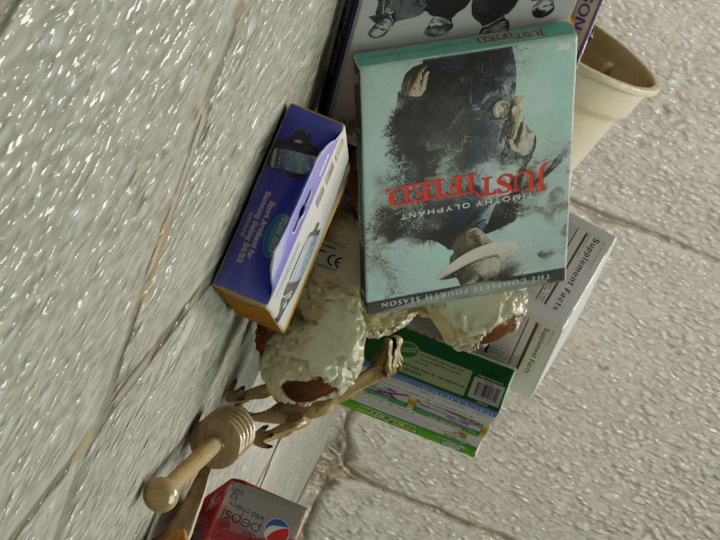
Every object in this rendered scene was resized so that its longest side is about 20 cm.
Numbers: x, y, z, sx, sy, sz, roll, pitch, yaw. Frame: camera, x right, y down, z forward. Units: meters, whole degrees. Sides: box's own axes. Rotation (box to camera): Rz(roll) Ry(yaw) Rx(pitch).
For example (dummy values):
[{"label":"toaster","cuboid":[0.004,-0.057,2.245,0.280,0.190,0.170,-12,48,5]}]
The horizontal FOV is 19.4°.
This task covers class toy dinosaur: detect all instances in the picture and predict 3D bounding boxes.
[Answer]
[{"label":"toy dinosaur","cuboid":[-0.131,0.195,1.436,0.106,0.060,0.200,-1,-120,64]},{"label":"toy dinosaur","cuboid":[-0.050,0.104,1.600,0.200,0.058,0.101,-23,168,41]}]

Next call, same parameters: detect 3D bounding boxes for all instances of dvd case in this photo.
[{"label":"dvd case","cuboid":[0.068,-0.064,1.377,0.022,0.146,0.200,-112,-164,-49]},{"label":"dvd case","cuboid":[0.060,-0.158,1.327,0.200,0.150,0.025,109,-30,-57]}]

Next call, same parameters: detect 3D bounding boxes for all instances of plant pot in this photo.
[{"label":"plant pot","cuboid":[0.124,-0.134,1.804,0.184,0.200,0.200,-59,180,19]}]

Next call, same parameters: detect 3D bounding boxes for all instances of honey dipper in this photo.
[{"label":"honey dipper","cuboid":[-0.107,0.125,1.385,0.200,0.038,0.038,-39,151,-79]}]

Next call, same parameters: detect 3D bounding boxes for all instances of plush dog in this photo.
[{"label":"plush dog","cuboid":[0.000,0.000,1.523,0.172,0.200,0.161,161,-90,-79]}]

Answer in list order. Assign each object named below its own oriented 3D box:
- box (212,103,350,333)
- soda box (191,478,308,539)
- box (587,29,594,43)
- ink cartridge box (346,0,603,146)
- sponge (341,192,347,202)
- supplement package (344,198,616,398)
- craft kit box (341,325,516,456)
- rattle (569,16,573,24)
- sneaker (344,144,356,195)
[{"label":"box","cuboid":[-0.046,-0.030,1.299,0.200,0.041,0.119,72,41,-82]},{"label":"soda box","cuboid":[-0.098,0.208,1.575,0.200,0.063,0.070,134,-20,-71]},{"label":"box","cuboid":[0.105,-0.204,1.607,0.200,0.046,0.159,127,-46,-63]},{"label":"ink cartridge box","cuboid":[0.086,-0.149,1.493,0.043,0.200,0.198,12,104,-45]},{"label":"sponge","cuboid":[0.014,-0.120,1.790,0.112,0.030,0.200,109,5,-48]},{"label":"supplement package","cuboid":[0.085,-0.007,1.696,0.114,0.200,0.110,-55,170,-34]},{"label":"craft kit box","cuboid":[0.018,0.083,1.720,0.198,0.200,0.049,104,8,-72]},{"label":"rattle","cuboid":[0.110,-0.267,1.352,0.130,0.143,0.200,-68,180,-85]},{"label":"sneaker","cuboid":[0.073,-0.077,1.603,0.199,0.114,0.076,-3,-104,45]}]
